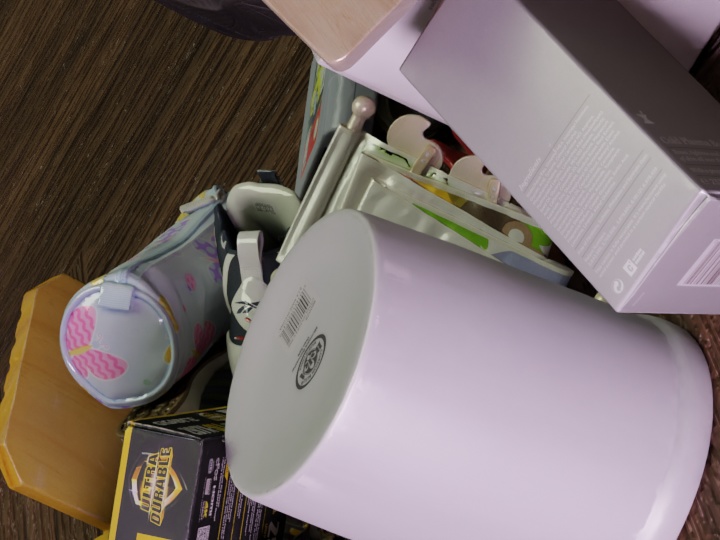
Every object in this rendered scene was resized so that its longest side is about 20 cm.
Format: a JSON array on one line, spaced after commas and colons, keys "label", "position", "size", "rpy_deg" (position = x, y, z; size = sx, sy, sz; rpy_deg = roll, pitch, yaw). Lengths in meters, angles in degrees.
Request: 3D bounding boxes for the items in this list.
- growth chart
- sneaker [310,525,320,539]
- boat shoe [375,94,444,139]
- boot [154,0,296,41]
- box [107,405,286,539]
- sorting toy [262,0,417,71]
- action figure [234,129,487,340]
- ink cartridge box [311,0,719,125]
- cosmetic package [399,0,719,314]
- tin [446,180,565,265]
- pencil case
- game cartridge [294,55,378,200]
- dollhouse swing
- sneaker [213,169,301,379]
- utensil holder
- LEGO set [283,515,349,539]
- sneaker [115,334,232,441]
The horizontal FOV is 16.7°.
[{"label": "growth chart", "position": [0.046, 0.005, 1.397], "size": [0.145, 0.200, 0.018], "rpy_deg": [-55, -8, 17]}, {"label": "sneaker", "position": [-0.018, 0.088, 1.577], "size": [0.200, 0.074, 0.116], "rpy_deg": [-46, 35, 45]}, {"label": "boat shoe", "position": [0.060, -0.184, 1.652], "size": [0.066, 0.072, 0.201], "rpy_deg": [-4, 72, 59]}, {"label": "boot", "position": [-0.051, -0.212, 1.396], "size": [0.200, 0.073, 0.151], "rpy_deg": [8, 77, 63]}, {"label": "box", "position": [-0.093, 0.179, 1.341], "size": [0.160, 0.049, 0.200], "rpy_deg": [-3, -78, -74]}, {"label": "sorting toy", "position": [-0.004, -0.232, 1.272], "size": [0.199, 0.200, 0.070], "rpy_deg": [-45, -16, 0]}, {"label": "action figure", "position": [0.000, 0.000, 1.468], "size": [0.200, 0.099, 0.065], "rpy_deg": [-68, 14, -15]}, {"label": "ink cartridge box", "position": [0.081, -0.166, 1.417], "size": [0.145, 0.200, 0.147], "rpy_deg": [-58, 25, 19]}, {"label": "cosmetic package", "position": [0.124, -0.070, 1.264], "size": [0.200, 0.107, 0.090], "rpy_deg": [52, 122, 29]}, {"label": "tin", "position": [0.067, 0.012, 1.503], "size": [0.112, 0.042, 0.200], "rpy_deg": [-69, 22, 10]}, {"label": "pencil case", "position": [-0.118, 0.015, 1.579], "size": [0.200, 0.083, 0.091], "rpy_deg": [-47, -23, -61]}, {"label": "game cartridge", "position": [-0.014, -0.124, 1.706], "size": [0.200, 0.041, 0.133], "rpy_deg": [117, 165, -71]}, {"label": "dollhouse swing", "position": [-0.215, 0.125, 1.846], "size": [0.182, 0.176, 0.200], "rpy_deg": [-33, 42, 53]}, {"label": "sneaker", "position": [-0.038, -0.009, 1.568], "size": [0.199, 0.079, 0.130], "rpy_deg": [-35, -61, -61]}, {"label": "utensil holder", "position": [0.053, 0.075, 1.274], "size": [0.170, 0.200, 0.170], "rpy_deg": [-46, 33, 42]}, {"label": "LEGO set", "position": [-0.016, 0.168, 1.447], "size": [0.154, 0.116, 0.200], "rpy_deg": [-35, 40, 52]}, {"label": "sneaker", "position": [-0.094, 0.104, 1.581], "size": [0.067, 0.090, 0.200], "rpy_deg": [-26, 10, 19]}]
